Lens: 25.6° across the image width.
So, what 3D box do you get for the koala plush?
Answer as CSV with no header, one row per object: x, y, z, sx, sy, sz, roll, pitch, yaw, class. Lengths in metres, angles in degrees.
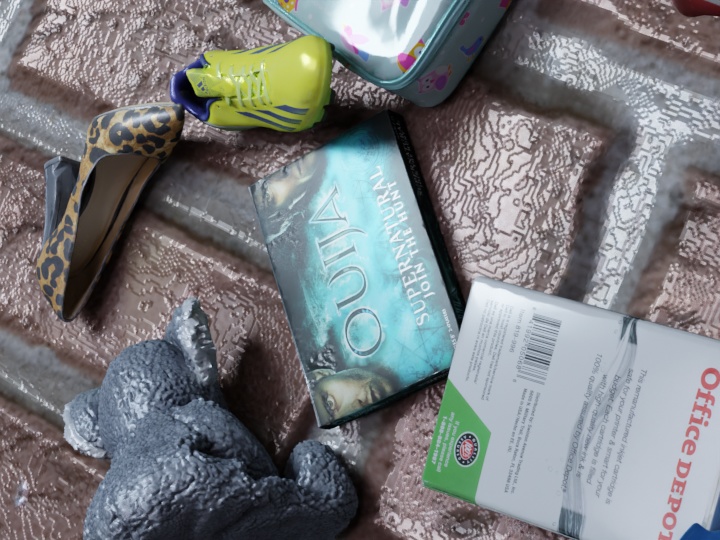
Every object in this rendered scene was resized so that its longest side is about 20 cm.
-0.136,0.129,1.162,0.177,0.183,0.201,-40,52,20,koala plush

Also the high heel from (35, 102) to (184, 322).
-0.194,-0.046,1.265,0.200,0.071,0.144,-24,63,46,high heel

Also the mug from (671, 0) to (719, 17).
0.307,-0.223,0.951,0.199,0.133,0.179,18,94,30,mug

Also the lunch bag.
0.017,-0.232,1.163,0.200,0.077,0.161,42,105,29,lunch bag

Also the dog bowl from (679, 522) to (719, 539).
0.263,0.158,0.910,0.200,0.050,0.111,-43,42,-19,dog bowl

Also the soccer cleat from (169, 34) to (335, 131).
-0.082,-0.136,1.165,0.200,0.083,0.065,0,84,63,soccer cleat

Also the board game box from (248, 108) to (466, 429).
0.000,0.000,1.168,0.135,0.028,0.201,-27,69,25,board game box

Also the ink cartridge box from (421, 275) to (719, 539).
0.156,0.100,1.020,0.199,0.083,0.148,17,91,33,ink cartridge box
